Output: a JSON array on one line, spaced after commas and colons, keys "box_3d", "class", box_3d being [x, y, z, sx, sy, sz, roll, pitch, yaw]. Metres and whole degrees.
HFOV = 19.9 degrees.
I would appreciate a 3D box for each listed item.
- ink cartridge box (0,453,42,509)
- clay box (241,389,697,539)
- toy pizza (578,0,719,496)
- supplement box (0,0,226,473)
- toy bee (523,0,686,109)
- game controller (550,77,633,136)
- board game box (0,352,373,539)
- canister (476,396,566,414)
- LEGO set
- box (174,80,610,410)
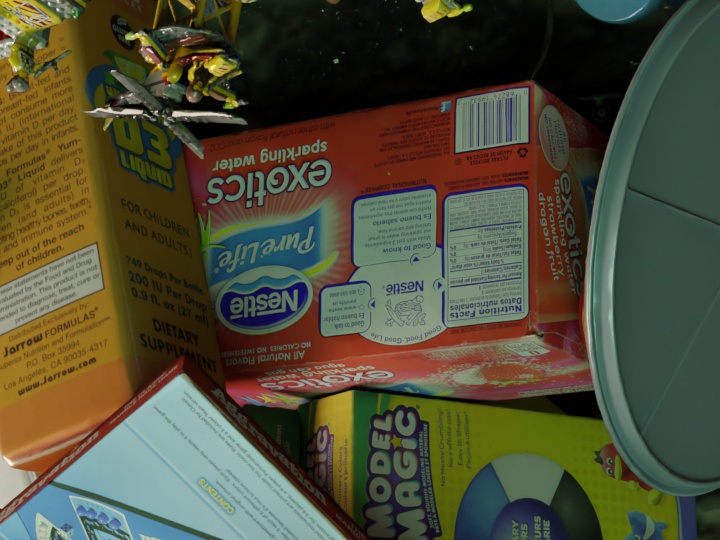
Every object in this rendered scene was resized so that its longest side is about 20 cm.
[{"box_3d": [-0.115, 0.031, 0.840, 0.050, 0.162, 0.200, -34, 112, 32], "class": "ink cartridge box"}, {"box_3d": [0.046, 0.113, 0.812, 0.200, 0.115, 0.048, 8, 164, -33], "class": "clay box"}, {"box_3d": [0.134, -0.014, 0.778, 0.032, 0.200, 0.201, 11, 125, 38], "class": "toy pizza"}, {"box_3d": [-0.106, -0.022, 0.779, 0.069, 0.200, 0.067, -25, 155, 23], "class": "supplement box"}, {"box_3d": [0.089, -0.140, 0.772, 0.200, 0.131, 0.109, -33, 79, 21], "class": "toy bee"}, {"box_3d": [0.107, -0.029, 0.869, 0.199, 0.042, 0.105, -8, 117, 6], "class": "game controller"}, {"box_3d": [-0.031, 0.132, 0.726, 0.103, 0.019, 0.200, -40, 106, 12], "class": "board game box"}, {"box_3d": [0.023, 0.143, 0.940, 0.148, 0.087, 0.200, 41, 111, -16], "class": "canister"}, {"box_3d": [-0.058, -0.102, 0.635, 0.153, 0.116, 0.200, -4, 155, 28], "class": "LEGO set"}, {"box_3d": [0.000, 0.000, 0.806, 0.200, 0.100, 0.095, -8, 162, 29], "class": "box"}]
